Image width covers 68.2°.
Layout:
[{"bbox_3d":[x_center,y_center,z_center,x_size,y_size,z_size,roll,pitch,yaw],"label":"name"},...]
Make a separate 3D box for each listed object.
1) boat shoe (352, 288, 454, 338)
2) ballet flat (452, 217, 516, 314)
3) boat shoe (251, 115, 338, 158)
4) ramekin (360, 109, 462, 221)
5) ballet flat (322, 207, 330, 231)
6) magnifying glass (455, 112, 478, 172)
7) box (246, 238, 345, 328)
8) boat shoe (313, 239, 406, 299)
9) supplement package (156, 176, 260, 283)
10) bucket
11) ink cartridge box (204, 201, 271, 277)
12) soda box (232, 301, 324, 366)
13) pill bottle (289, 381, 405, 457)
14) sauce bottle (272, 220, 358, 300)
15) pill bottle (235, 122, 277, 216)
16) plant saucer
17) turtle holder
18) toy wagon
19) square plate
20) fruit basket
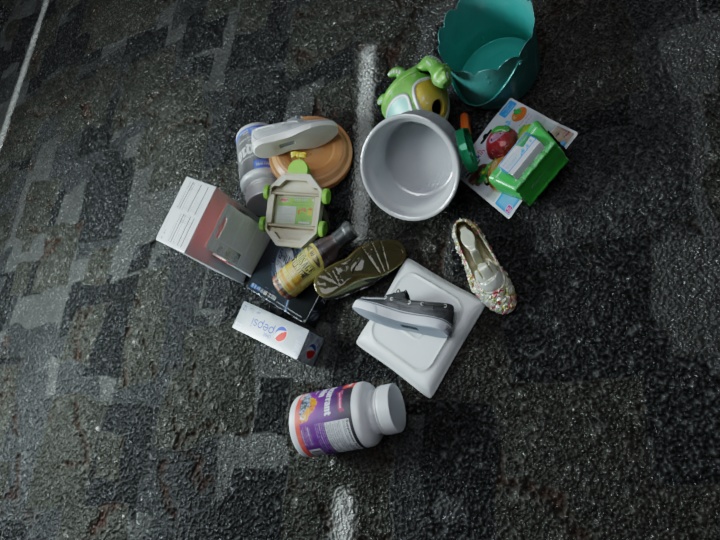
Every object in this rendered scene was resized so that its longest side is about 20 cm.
[{"bbox_3d":[0.080,0.068,0.977,0.195,0.070,0.068,9,67,31],"label":"boat shoe"},{"bbox_3d":[0.216,-0.012,0.967,0.075,0.064,0.203,-31,59,10],"label":"ballet flat"},{"bbox_3d":[-0.149,-0.309,1.186,0.194,0.072,0.070,-18,66,1],"label":"boat shoe"},{"bbox_3d":[0.106,-0.210,1.032,0.195,0.206,0.098,-4,25,27],"label":"ramekin"},{"bbox_3d":[-0.120,-0.166,1.224,0.066,0.046,0.204,-30,59,14],"label":"ballet flat"},{"bbox_3d":[0.205,-0.257,1.033,0.022,0.081,0.202,-18,32,23],"label":"magnifying glass"},{"bbox_3d":[-0.142,0.009,1.168,0.197,0.043,0.163,26,85,33],"label":"box"},{"bbox_3d":[0.000,0.001,1.080,0.196,0.066,0.073,-25,72,-4],"label":"boat shoe"},{"bbox_3d":[-0.332,-0.089,1.218,0.109,0.199,0.159,19,80,32],"label":"supplement package"},{"bbox_3d":[0.262,-0.439,1.067,0.202,0.134,0.213,-11,65,24],"label":"bucket"},{"bbox_3d":[-0.269,-0.065,1.173,0.049,0.200,0.111,19,79,32],"label":"ink cartridge box"},{"bbox_3d":[-0.175,0.132,1.124,0.196,0.068,0.065,19,79,33],"label":"soda box"},{"bbox_3d":[-0.022,0.265,0.961,0.195,0.111,0.115,-17,63,22],"label":"pill bottle"},{"bbox_3d":[-0.092,-0.024,1.089,0.199,0.066,0.067,-42,57,9],"label":"sauce bottle"},{"bbox_3d":[-0.237,-0.242,1.278,0.111,0.113,0.205,-22,62,19],"label":"pill bottle"},{"bbox_3d":[-0.114,-0.272,1.220,0.193,0.033,0.206,0,66,0],"label":"plant saucer"},{"bbox_3d":[0.130,-0.344,1.092,0.184,0.139,0.135,-36,65,31],"label":"turtle holder"},{"bbox_3d":[-0.138,-0.153,1.149,0.150,0.039,0.207,6,86,16],"label":"toy wagon"},{"bbox_3d":[0.106,0.099,1.006,0.196,0.028,0.203,30,87,34],"label":"square plate"},{"bbox_3d":[0.277,-0.221,0.997,0.186,0.093,0.201,-50,46,13],"label":"fruit basket"}]
